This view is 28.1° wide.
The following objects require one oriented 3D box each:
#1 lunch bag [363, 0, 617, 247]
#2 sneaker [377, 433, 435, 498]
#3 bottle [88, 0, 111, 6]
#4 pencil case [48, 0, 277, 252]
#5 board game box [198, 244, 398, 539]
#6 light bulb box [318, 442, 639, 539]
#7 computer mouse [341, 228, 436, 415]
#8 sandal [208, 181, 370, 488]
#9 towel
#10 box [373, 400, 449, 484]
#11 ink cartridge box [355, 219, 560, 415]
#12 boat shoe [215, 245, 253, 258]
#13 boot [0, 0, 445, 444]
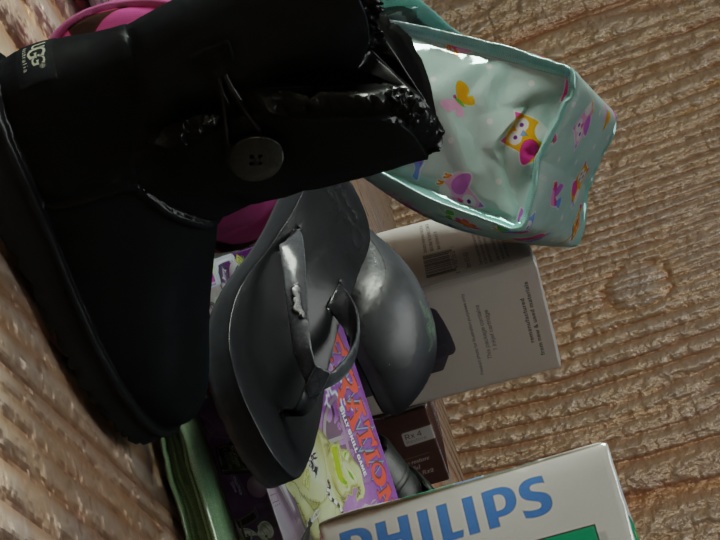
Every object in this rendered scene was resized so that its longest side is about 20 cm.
[{"bbox_3d":[0.048,-0.096,0.916,0.170,0.199,0.123,11,99,-69],"label":"lunch bag"},{"bbox_3d":[0.015,0.145,0.852,0.104,0.060,0.200,48,-14,-11],"label":"sneaker"},{"bbox_3d":[-0.131,-0.192,0.760,0.084,0.065,0.201,-102,173,-50],"label":"bottle"},{"bbox_3d":[-0.083,-0.069,0.713,0.200,0.093,0.092,42,43,-78],"label":"pencil case"},{"bbox_3d":[-0.030,0.086,0.717,0.120,0.032,0.202,-23,95,-66],"label":"board game box"},{"bbox_3d":[0.081,0.201,0.616,0.198,0.124,0.202,55,19,-68],"label":"light bulb box"},{"bbox_3d":[0.000,0.000,0.848,0.201,0.052,0.139,-118,-176,-47],"label":"computer mouse"},{"bbox_3d":[-0.026,0.013,0.692,0.076,0.043,0.201,53,33,-32],"label":"sandal"},{"bbox_3d":[-0.055,0.143,0.740,0.200,0.023,0.154,32,41,-80],"label":"towel"},{"bbox_3d":[0.006,0.095,1.124,0.200,0.099,0.075,-95,167,-66],"label":"box"},{"bbox_3d":[0.027,0.030,1.012,0.145,0.198,0.085,-93,167,-72],"label":"ink cartridge box"},{"bbox_3d":[-0.056,0.021,0.857,0.200,0.070,0.064,-97,168,-71],"label":"boat shoe"},{"bbox_3d":[-0.046,-0.025,0.562,0.077,0.167,0.201,-102,173,-49],"label":"boot"}]
